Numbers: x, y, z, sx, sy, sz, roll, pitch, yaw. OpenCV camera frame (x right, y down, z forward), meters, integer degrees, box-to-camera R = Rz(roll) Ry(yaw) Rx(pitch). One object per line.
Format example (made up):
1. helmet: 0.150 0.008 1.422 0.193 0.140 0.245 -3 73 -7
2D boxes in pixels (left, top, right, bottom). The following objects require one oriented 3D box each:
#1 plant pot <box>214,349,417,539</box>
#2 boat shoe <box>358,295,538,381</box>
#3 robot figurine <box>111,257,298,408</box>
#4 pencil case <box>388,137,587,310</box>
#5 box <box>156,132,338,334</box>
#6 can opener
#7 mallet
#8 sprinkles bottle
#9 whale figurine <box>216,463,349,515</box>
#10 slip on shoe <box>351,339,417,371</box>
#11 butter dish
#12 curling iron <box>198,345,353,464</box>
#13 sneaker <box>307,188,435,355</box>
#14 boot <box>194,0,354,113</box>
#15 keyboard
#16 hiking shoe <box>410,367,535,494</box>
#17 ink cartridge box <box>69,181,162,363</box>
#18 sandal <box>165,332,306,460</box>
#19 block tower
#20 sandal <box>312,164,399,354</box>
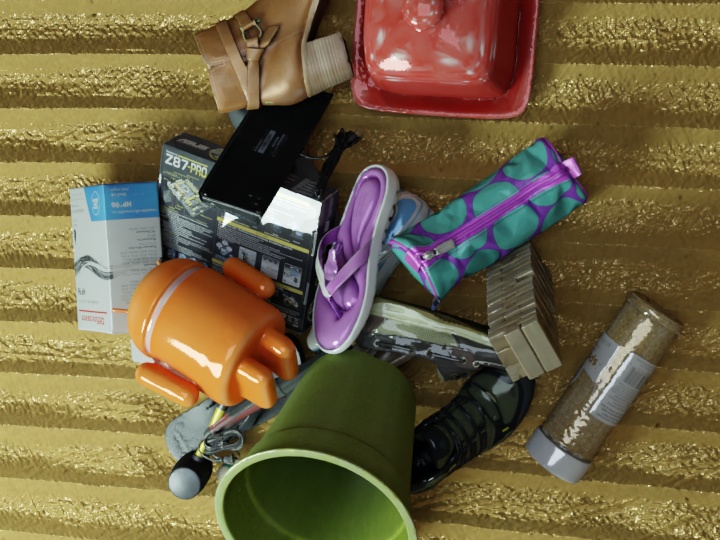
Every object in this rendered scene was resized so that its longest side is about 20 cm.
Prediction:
1. plant pot: -0.022 0.183 1.407 0.198 0.191 0.202 9 130 10
2. boat shoe: 0.093 0.081 1.467 0.199 0.072 0.067 18 95 6
3. robot figurine: -0.157 0.061 1.474 0.199 0.116 0.145 30 103 19
4. pencil case: 0.132 -0.051 1.453 0.199 0.092 0.086 -34 87 -3
5. box: -0.129 -0.040 1.536 0.198 0.049 0.163 20 121 19
6. can opener: -0.085 -0.102 1.540 0.053 0.067 0.201 -35 80 44
7. mallet: -0.155 0.159 1.540 0.041 0.066 0.201 26 111 1
8. sprinkles bottle: 0.251 0.121 1.467 0.068 0.068 0.201 35 100 11
9. whale figurine: -0.062 0.255 1.550 0.198 0.104 0.160 15 134 34
10. slip on shoe: -0.005 0.127 1.535 0.200 0.076 0.061 -46 74 5
11. butter dish: 0.076 -0.260 1.451 0.198 0.148 0.202 6 95 14
12. curling iron: -0.088 0.137 1.509 0.199 0.026 0.050 -39 77 3
13. sneaker: 0.000 0.000 1.523 0.072 0.072 0.201 36 95 -4
14. boot: -0.102 -0.270 1.516 0.154 0.077 0.202 -15 84 4
15. keyboard: -0.075 -0.121 1.483 0.126 0.201 0.021 18 141 11
16. hiking shoe: 0.105 0.171 1.491 0.076 0.101 0.200 46 103 7
17. ink cartridge box: -0.267 0.006 1.569 0.067 0.116 0.203 -5 92 -29
18. sandal: -0.137 0.149 1.584 0.200 0.043 0.076 -43 82 13
19. block tower: 0.160 0.036 1.416 0.054 0.200 0.058 -26 109 15
20. sandal: -0.018 -0.016 1.458 0.082 0.050 0.205 -2 69 49
